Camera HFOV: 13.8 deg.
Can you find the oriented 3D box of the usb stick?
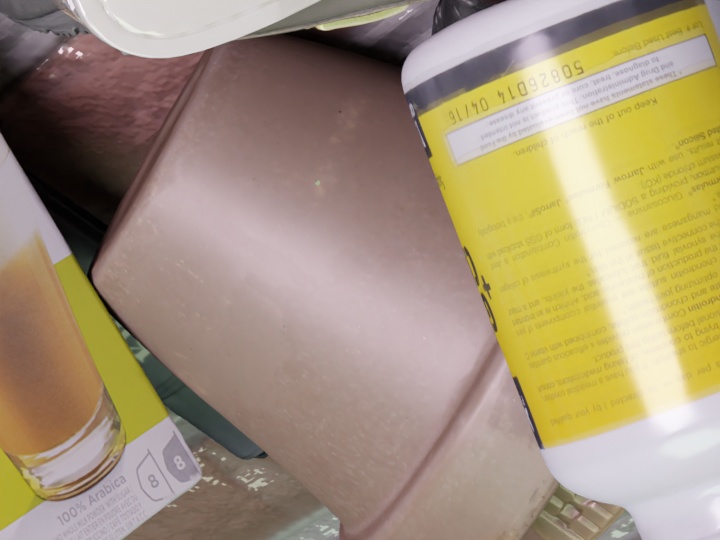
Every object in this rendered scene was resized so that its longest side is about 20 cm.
[{"bbox_3d":[-0.102,0.010,1.179,0.200,0.033,0.055,37,131,-23],"label":"usb stick"}]

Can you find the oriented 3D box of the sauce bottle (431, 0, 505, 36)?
[{"bbox_3d":[0.054,-0.139,0.978,0.066,0.066,0.200,3,146,-3],"label":"sauce bottle"}]

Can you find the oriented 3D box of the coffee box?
[{"bbox_3d":[-0.223,0.059,1.056,0.200,0.200,0.198,-26,95,47],"label":"coffee box"}]

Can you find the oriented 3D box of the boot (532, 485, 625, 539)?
[{"bbox_3d":[0.140,0.004,1.094,0.072,0.166,0.200,41,131,-9],"label":"boot"}]

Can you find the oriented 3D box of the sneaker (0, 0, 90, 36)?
[{"bbox_3d":[-0.065,-0.154,0.965,0.091,0.076,0.200,37,125,-25],"label":"sneaker"}]

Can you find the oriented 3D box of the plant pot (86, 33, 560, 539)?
[{"bbox_3d":[0.000,0.000,1.083,0.175,0.200,0.200,28,138,-8],"label":"plant pot"}]

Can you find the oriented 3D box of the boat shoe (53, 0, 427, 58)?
[{"bbox_3d":[0.003,-0.111,0.892,0.202,0.072,0.060,-16,-170,-17],"label":"boat shoe"}]

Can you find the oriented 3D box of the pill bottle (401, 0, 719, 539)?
[{"bbox_3d":[0.096,0.005,0.941,0.112,0.200,0.112,-21,179,-1],"label":"pill bottle"}]
